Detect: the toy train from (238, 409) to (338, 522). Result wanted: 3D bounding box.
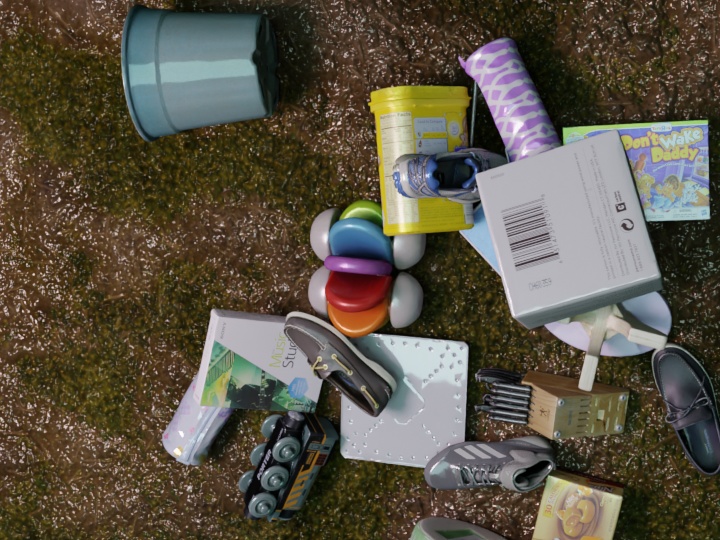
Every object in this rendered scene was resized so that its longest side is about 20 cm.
[{"bbox_3d":[-0.114,0.309,1.856,0.113,0.085,0.202,12,113,-30],"label":"toy train"}]

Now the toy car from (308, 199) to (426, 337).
[{"bbox_3d":[0.000,0.000,1.744,0.172,0.150,0.204,6,101,16],"label":"toy car"}]

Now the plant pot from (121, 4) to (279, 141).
[{"bbox_3d":[-0.228,-0.297,1.753,0.193,0.200,0.204,-1,99,9],"label":"plant pot"}]

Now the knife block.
[{"bbox_3d":[0.272,0.187,1.748,0.197,0.175,0.065,-1,105,-29],"label":"knife block"}]

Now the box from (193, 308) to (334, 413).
[{"bbox_3d":[-0.146,0.141,1.812,0.197,0.036,0.147,7,105,-26],"label":"box"}]

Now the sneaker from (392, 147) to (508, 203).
[{"bbox_3d":[0.142,-0.128,1.616,0.085,0.198,0.078,0,98,52],"label":"sneaker"}]

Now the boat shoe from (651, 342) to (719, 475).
[{"bbox_3d":[0.470,0.199,1.680,0.074,0.062,0.203,-21,91,21],"label":"boat shoe"}]

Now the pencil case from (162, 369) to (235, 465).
[{"bbox_3d":[-0.239,0.214,1.888,0.082,0.091,0.201,20,112,-33],"label":"pencil case"}]

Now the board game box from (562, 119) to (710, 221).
[{"bbox_3d":[0.383,-0.137,1.649,0.197,0.045,0.137,-2,96,14],"label":"board game box"}]

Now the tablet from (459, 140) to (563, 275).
[{"bbox_3d":[0.251,-0.084,1.724,0.130,0.014,0.200,46,109,5],"label":"tablet"}]

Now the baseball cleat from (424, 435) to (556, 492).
[{"bbox_3d":[0.190,0.291,1.744,0.197,0.107,0.071,-16,105,6],"label":"baseball cleat"}]

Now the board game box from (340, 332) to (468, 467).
[{"bbox_3d":[0.068,0.198,1.823,0.197,0.026,0.204,4,100,17],"label":"board game box"}]

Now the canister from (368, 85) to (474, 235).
[{"bbox_3d":[0.091,-0.155,1.684,0.086,0.147,0.204,-3,92,56],"label":"canister"}]

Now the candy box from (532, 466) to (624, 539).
[{"bbox_3d":[0.315,0.405,1.766,0.114,0.055,0.203,14,104,14],"label":"candy box"}]

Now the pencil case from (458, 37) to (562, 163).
[{"bbox_3d":[0.214,-0.224,1.656,0.085,0.084,0.203,-24,74,12],"label":"pencil case"}]

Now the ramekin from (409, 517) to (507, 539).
[{"bbox_3d":[0.153,0.446,1.753,0.197,0.200,0.099,19,97,13],"label":"ramekin"}]

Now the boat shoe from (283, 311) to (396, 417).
[{"bbox_3d":[-0.037,0.140,1.768,0.200,0.061,0.072,37,147,-7],"label":"boat shoe"}]

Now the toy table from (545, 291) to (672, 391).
[{"bbox_3d":[0.337,0.067,1.670,0.197,0.117,0.187,2,100,16],"label":"toy table"}]

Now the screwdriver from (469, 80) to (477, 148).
[{"bbox_3d":[0.159,-0.198,1.727,0.029,0.028,0.204,-3,100,-12],"label":"screwdriver"}]

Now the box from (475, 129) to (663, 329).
[{"bbox_3d":[0.275,-0.050,1.551,0.197,0.131,0.202,-17,78,13],"label":"box"}]
